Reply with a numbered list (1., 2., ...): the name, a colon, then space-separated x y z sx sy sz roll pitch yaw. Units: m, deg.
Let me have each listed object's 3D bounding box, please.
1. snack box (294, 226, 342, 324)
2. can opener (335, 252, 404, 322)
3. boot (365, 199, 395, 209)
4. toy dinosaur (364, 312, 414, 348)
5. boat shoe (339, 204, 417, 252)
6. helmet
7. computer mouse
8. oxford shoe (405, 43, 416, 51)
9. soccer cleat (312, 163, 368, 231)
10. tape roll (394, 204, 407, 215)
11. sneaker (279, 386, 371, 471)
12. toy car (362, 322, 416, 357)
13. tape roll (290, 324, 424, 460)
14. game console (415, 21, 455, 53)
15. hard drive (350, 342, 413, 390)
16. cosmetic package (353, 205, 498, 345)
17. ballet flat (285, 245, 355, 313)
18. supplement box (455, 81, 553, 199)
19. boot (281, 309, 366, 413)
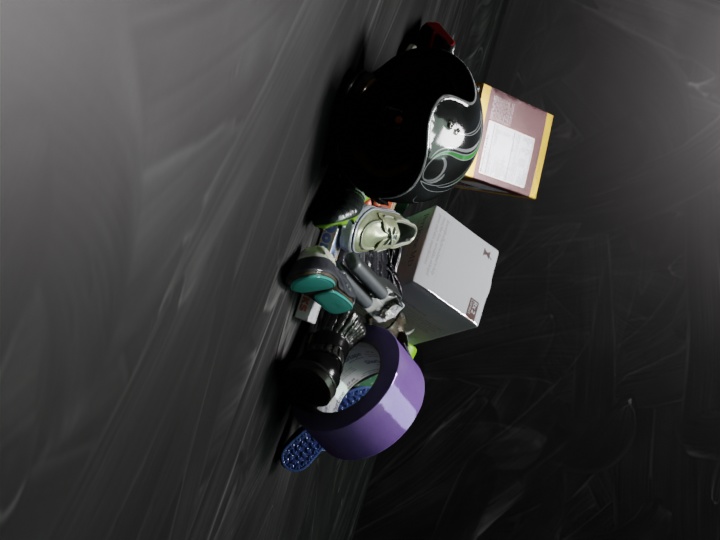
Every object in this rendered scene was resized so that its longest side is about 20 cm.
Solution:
1. snack box: -0.050 -0.022 1.630 0.072 0.024 0.201 41 66 -80
2. can opener: 0.010 0.025 1.686 0.200 0.052 0.067 44 18 -58
3. boot: 0.031 -0.146 1.768 0.107 0.075 0.201 -49 156 -58
4. toy dinosaur: 0.011 0.140 1.905 0.200 0.077 0.103 -38 131 -11
5. boat shoe: 0.030 -0.063 1.685 0.200 0.062 0.072 -22 128 -65
6. helmet: 0.072 -0.192 1.483 0.190 0.199 0.201 -29 139 -53
7. computer mouse: 0.000 0.000 1.766 0.200 0.052 0.140 16 76 -58
8. oxford shoe: 0.074 -0.275 1.828 0.075 0.057 0.201 -55 160 -60
9. soccer cleat: -0.019 -0.116 1.539 0.200 0.067 0.082 -46 124 -56
10. tape roll: 0.096 -0.187 2.022 0.201 0.048 0.200 -60 -179 2
11. sneaker: -0.054 0.260 1.856 0.199 0.070 0.078 -35 -178 -8
12. toy car: -0.017 0.162 2.009 0.165 0.157 0.200 -61 145 -11
13. tape roll: -0.005 0.189 1.739 0.085 0.199 0.201 50 49 -36
14. game console: 0.113 -0.308 1.874 0.177 0.031 0.201 -115 -144 -62
15. hard drive: 0.005 0.204 1.909 0.140 0.199 0.038 62 2 -60
16. cosmetic package: 0.113 0.014 2.010 0.200 0.165 0.166 -22 -139 50
17. ballet flat: -0.057 0.005 1.509 0.200 0.073 0.074 43 64 -68
18. supplement box: 0.146 -0.201 1.675 0.199 0.196 0.134 11 91 -51
19. boot: -0.047 0.119 1.645 0.158 0.079 0.211 -55 -177 -19
